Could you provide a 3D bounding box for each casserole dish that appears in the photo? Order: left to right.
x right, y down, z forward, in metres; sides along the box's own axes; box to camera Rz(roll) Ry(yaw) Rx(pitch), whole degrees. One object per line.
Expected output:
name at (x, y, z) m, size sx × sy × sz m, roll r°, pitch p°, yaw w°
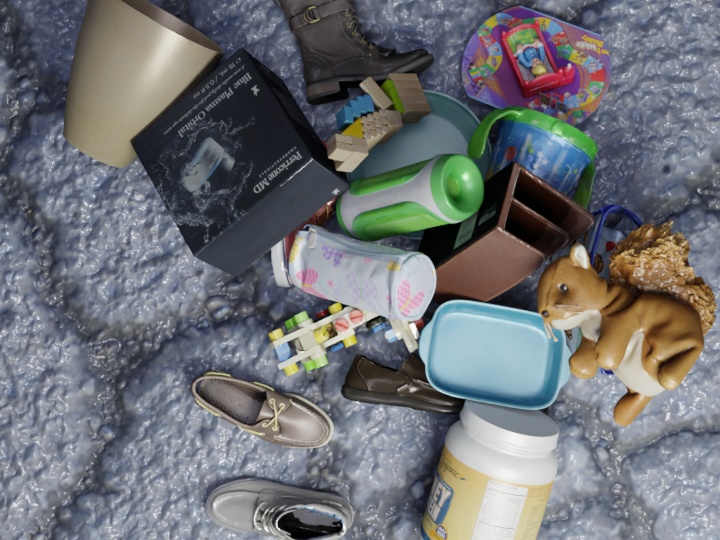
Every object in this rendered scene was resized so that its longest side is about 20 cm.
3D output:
casserole dish at (0.167, 0.106, 1.361) m, size 0.198 × 0.039 × 0.123 m, roll 10°, pitch 84°, yaw -7°

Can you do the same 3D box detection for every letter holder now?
letter holder at (0.176, -0.020, 1.340) m, size 0.141 × 0.200 × 0.101 m, roll 30°, pitch 57°, yaw -17°

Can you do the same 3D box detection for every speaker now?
speaker at (0.057, -0.088, 1.339) m, size 0.088 × 0.199 × 0.090 m, roll 7°, pitch 78°, yaw -39°

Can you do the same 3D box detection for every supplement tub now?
supplement tub at (0.162, 0.273, 1.351) m, size 0.143 × 0.145 × 0.202 m, roll 15°, pitch 103°, yaw 3°

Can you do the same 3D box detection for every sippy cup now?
sippy cup at (0.220, -0.125, 1.399) m, size 0.176 × 0.140 × 0.131 m, roll 25°, pitch 87°, yaw 4°

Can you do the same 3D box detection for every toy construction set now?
toy construction set at (-0.017, 0.074, 1.398) m, size 0.198 × 0.131 × 0.093 m, roll -11°, pitch 87°, yaw 1°

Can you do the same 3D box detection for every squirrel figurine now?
squirrel figurine at (0.299, 0.038, 1.231) m, size 0.186 × 0.142 × 0.200 m, roll 40°, pitch 69°, yaw 9°

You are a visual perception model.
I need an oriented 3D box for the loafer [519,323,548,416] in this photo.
loafer at (0.213, 0.163, 1.417) m, size 0.071 × 0.063 × 0.203 m, roll 0°, pitch 86°, yaw 1°

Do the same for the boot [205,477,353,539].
boot at (-0.109, 0.313, 1.403) m, size 0.197 × 0.096 × 0.075 m, roll 2°, pitch 86°, yaw 2°

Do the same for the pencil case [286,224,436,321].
pencil case at (0.000, 0.000, 1.355) m, size 0.199 × 0.083 × 0.092 m, roll 18°, pitch 120°, yaw 40°

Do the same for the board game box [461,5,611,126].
board game box at (0.234, -0.280, 1.430) m, size 0.198 × 0.039 × 0.159 m, roll 24°, pitch 73°, yaw 14°

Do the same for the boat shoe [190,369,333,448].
boat shoe at (-0.131, 0.185, 1.431) m, size 0.198 × 0.060 × 0.073 m, roll 23°, pitch 87°, yaw 4°

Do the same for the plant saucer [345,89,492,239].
plant saucer at (0.079, -0.141, 1.457) m, size 0.197 × 0.036 × 0.203 m, roll 0°, pitch 86°, yaw 3°

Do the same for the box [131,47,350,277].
box at (-0.154, -0.136, 1.382) m, size 0.196 × 0.117 × 0.201 m, roll -38°, pitch 66°, yaw 11°

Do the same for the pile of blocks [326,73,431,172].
pile of blocks at (0.007, -0.190, 1.384) m, size 0.082 × 0.062 × 0.200 m, roll 51°, pitch 48°, yaw 1°

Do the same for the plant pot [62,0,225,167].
plant pot at (-0.307, -0.246, 1.423) m, size 0.186 × 0.187 × 0.201 m, roll 32°, pitch 102°, yaw 4°

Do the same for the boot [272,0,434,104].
boot at (-0.012, -0.328, 1.457) m, size 0.198 × 0.069 × 0.176 m, roll -13°, pitch 86°, yaw 3°

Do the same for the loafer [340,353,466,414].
loafer at (0.074, 0.146, 1.418) m, size 0.197 × 0.073 × 0.072 m, roll 6°, pitch 87°, yaw 2°

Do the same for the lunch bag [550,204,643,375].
lunch bag at (0.313, 0.025, 1.366) m, size 0.122 × 0.170 × 0.202 m, roll -10°, pitch 85°, yaw -10°

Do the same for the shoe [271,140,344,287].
shoe at (-0.066, -0.078, 1.440) m, size 0.090 × 0.071 × 0.203 m, roll 1°, pitch 82°, yaw 8°
